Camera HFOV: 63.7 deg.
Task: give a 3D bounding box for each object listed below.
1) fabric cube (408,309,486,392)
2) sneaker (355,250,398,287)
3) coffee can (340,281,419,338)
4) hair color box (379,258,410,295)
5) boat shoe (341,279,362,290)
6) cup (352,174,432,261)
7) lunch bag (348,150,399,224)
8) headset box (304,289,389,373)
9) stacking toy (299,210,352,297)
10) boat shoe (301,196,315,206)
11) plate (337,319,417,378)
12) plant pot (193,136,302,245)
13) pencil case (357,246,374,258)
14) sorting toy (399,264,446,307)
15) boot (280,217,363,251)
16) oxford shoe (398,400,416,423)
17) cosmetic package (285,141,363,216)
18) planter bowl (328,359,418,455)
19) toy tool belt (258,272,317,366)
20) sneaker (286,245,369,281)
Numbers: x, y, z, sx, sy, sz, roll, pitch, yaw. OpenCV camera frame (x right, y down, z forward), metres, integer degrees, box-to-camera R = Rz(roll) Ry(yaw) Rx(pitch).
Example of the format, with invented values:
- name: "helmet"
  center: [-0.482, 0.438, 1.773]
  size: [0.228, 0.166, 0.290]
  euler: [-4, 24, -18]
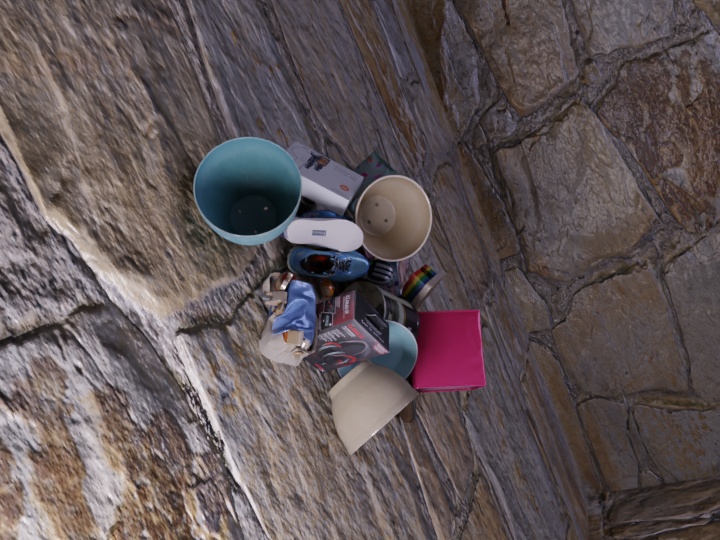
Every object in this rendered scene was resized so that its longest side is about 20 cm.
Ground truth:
- name: "fabric cube"
  center: [0.230, 0.231, 1.620]
  size: [0.200, 0.191, 0.204]
  euler: [93, -6, -75]
- name: "sneaker"
  center: [0.000, 0.000, 1.451]
  size: [0.075, 0.197, 0.088]
  euler: [-61, 150, -12]
- name: "coffee can"
  center: [0.045, 0.122, 1.471]
  size: [0.199, 0.144, 0.150]
  euler: [26, 49, -55]
- name: "hair color box"
  center: [0.095, -0.024, 1.613]
  size: [0.201, 0.059, 0.102]
  euler: [-68, 152, -57]
- name: "boat shoe"
  center: [0.019, 0.027, 1.567]
  size: [0.199, 0.073, 0.077]
  euler: [-30, 99, -65]
- name: "cup"
  center: [0.061, -0.132, 1.440]
  size: [0.203, 0.198, 0.143]
  euler: [64, -12, -14]
- name: "lunch bag"
  center: [0.044, -0.202, 1.585]
  size: [0.201, 0.170, 0.122]
  euler: [53, 4, 40]
- name: "headset box"
  center: [-0.039, 0.130, 1.228]
  size: [0.149, 0.197, 0.076]
  euler: [46, 33, -42]
- name: "stacking toy"
  center: [-0.086, -0.036, 1.394]
  size: [0.109, 0.114, 0.205]
  euler: [6, 80, -56]
- name: "boat shoe"
  center: [-0.101, -0.214, 1.506]
  size: [0.200, 0.059, 0.073]
  euler: [-31, 100, -65]
- name: "plate"
  center: [0.038, 0.199, 1.364]
  size: [0.202, 0.198, 0.026]
  euler: [55, 6, -29]
- name: "plant pot"
  center: [-0.210, -0.131, 1.113]
  size: [0.135, 0.195, 0.205]
  euler: [107, -26, -69]
- name: "pencil case"
  center: [0.012, -0.062, 1.610]
  size: [0.200, 0.085, 0.085]
  euler: [-34, 135, -64]
- name: "sorting toy"
  center: [0.145, 0.078, 1.677]
  size: [0.069, 0.200, 0.200]
  euler: [40, 22, 9]
- name: "boot"
  center: [-0.094, -0.090, 1.311]
  size: [0.196, 0.090, 0.075]
  euler: [8, 97, -32]
- name: "oxford shoe"
  center: [0.087, 0.326, 1.526]
  size: [0.084, 0.072, 0.203]
  euler: [-37, 111, -39]
- name: "cosmetic package"
  center: [-0.103, -0.224, 1.395]
  size: [0.197, 0.052, 0.152]
  euler: [27, 35, -1]
- name: "planter bowl"
  center: [0.012, 0.283, 1.268]
  size: [0.135, 0.200, 0.199]
  euler: [49, 22, 12]
- name: "toy tool belt"
  center: [-0.131, 0.073, 1.131]
  size: [0.122, 0.123, 0.204]
  euler: [12, 56, -22]
- name: "sneaker"
  center: [-0.064, -0.007, 1.311]
  size: [0.196, 0.090, 0.080]
  euler: [2, 100, -28]
